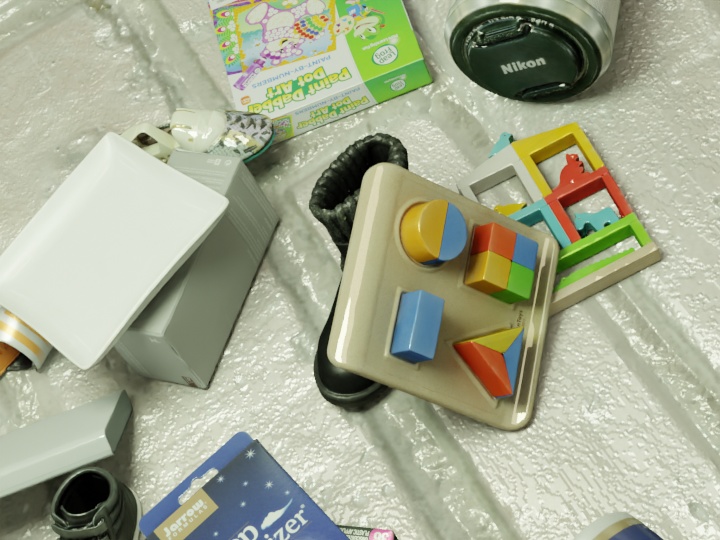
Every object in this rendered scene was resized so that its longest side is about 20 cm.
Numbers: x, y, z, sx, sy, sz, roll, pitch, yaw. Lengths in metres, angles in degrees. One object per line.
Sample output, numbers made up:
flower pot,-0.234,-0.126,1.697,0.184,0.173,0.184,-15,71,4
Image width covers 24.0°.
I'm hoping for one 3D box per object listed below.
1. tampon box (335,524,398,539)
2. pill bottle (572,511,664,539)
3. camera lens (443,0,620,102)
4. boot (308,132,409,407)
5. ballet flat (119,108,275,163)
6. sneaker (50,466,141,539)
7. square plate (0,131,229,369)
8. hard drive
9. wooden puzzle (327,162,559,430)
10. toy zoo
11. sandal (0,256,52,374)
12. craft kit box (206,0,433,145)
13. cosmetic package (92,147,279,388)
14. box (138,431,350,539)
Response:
tampon box,-0.045,0.315,1.338,0.149,0.126,0.201,2,59,20
pill bottle,0.240,0.282,1.273,0.111,0.111,0.200,-44,56,-12
camera lens,0.172,-0.276,1.624,0.159,0.160,0.201,2,59,20
boot,-0.002,-0.001,1.507,0.079,0.158,0.212,10,62,24
ballet flat,-0.182,-0.125,1.673,0.200,0.072,0.072,-14,54,29
sneaker,-0.233,0.261,1.453,0.070,0.099,0.201,-8,58,11
square plate,-0.235,-0.019,1.556,0.200,0.028,0.198,30,76,43
hard drive,-0.310,0.171,1.535,0.199,0.027,0.132,-22,13,5
wooden puzzle,0.081,0.021,1.443,0.046,0.199,0.186,-19,55,58
toy zoo,0.174,-0.058,1.569,0.131,0.020,0.200,-26,54,1
sandal,-0.336,0.080,1.624,0.059,0.079,0.207,36,83,32
craft kit box,-0.046,-0.239,1.748,0.199,0.049,0.198,-21,57,5
cosmetic package,-0.161,-0.002,1.594,0.090,0.107,0.201,11,61,28
box,-0.084,0.217,1.317,0.121,0.032,0.200,-42,54,-9
